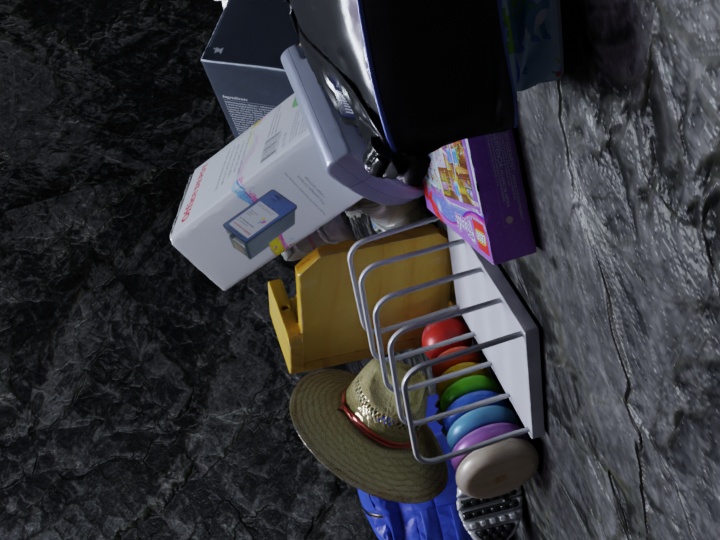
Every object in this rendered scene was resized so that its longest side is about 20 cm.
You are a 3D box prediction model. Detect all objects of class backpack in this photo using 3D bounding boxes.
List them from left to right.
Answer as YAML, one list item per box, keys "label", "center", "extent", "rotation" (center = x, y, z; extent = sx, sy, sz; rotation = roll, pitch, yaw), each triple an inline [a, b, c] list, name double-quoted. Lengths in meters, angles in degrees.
- label: "backpack"
  center: [0.030, -0.173, 0.592]
  extent: [0.200, 0.147, 0.183]
  rotation: [-130, 23, -65]
- label: "backpack"
  center: [0.086, 0.286, 1.252]
  extent: [0.163, 0.168, 0.200]
  rotation: [-106, -4, -78]

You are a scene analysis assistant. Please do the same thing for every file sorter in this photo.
- label: "file sorter"
  center: [0.075, 0.058, 0.918]
  extent: [0.200, 0.124, 0.139]
  rotation: [-114, 10, -50]

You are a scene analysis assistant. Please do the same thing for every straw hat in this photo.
- label: "straw hat"
  center: [0.027, 0.137, 1.007]
  extent: [0.085, 0.201, 0.201]
  rotation: [-59, 31, 23]

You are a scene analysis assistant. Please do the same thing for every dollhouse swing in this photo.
- label: "dollhouse swing"
  center: [0.000, 0.000, 1.083]
  extent: [0.182, 0.200, 0.176]
  rotation: [-117, 19, -55]

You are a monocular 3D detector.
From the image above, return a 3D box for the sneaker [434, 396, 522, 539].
- label: "sneaker"
  center: [0.136, 0.212, 1.098]
  extent: [0.081, 0.075, 0.200]
  rotation: [-74, -29, -78]

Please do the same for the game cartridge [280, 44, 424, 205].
- label: "game cartridge"
  center: [0.006, -0.127, 0.904]
  extent: [0.200, 0.040, 0.133]
  rotation: [8, -127, -63]

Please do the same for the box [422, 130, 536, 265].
- label: "box"
  center: [0.083, -0.098, 0.812]
  extent: [0.200, 0.039, 0.137]
  rotation: [-124, 18, -70]

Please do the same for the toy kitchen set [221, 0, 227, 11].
- label: "toy kitchen set"
  center: [-0.058, -0.320, 1.296]
  extent: [0.200, 0.180, 0.163]
  rotation: [-48, -44, -49]

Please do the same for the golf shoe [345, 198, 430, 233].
- label: "golf shoe"
  center: [0.002, -0.106, 1.146]
  extent: [0.200, 0.078, 0.097]
  rotation: [28, 154, 49]

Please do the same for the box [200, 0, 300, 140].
- label: "box"
  center: [-0.087, -0.229, 1.126]
  extent: [0.200, 0.107, 0.149]
  rotation: [71, -147, -60]

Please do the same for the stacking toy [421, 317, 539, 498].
- label: "stacking toy"
  center: [0.109, 0.130, 1.001]
  extent: [0.085, 0.085, 0.200]
  rotation: [80, 171, -48]

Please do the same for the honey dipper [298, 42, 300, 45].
- label: "honey dipper"
  center: [-0.027, -0.224, 1.084]
  extent: [0.200, 0.038, 0.038]
  rotation: [0, -109, -71]

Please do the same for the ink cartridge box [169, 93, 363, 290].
- label: "ink cartridge box"
  center: [-0.086, -0.092, 0.980]
  extent: [0.088, 0.200, 0.145]
  rotation: [47, -155, -26]

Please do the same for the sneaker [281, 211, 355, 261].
- label: "sneaker"
  center: [-0.069, -0.062, 1.088]
  extent: [0.078, 0.099, 0.200]
  rotation: [63, -178, -14]
